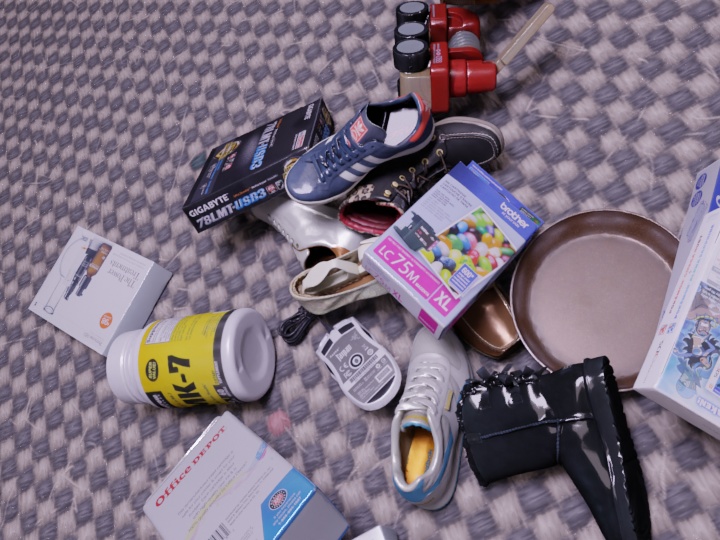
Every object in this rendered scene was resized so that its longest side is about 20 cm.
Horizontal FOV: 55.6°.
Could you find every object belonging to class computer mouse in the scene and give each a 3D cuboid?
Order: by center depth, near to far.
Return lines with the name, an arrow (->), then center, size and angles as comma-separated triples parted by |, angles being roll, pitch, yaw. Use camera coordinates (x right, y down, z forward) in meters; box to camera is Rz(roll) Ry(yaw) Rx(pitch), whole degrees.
computer mouse -> -0.017, 0.100, 0.836 | 0.109, 0.044, 0.200 | -41, 50, -3

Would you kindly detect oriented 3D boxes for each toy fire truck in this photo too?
toy fire truck -> 0.142, -0.294, 0.891 | 0.194, 0.131, 0.178 | -1, 43, 7

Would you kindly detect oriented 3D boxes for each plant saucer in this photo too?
plant saucer -> 0.260, 0.031, 0.730 | 0.195, 0.032, 0.205 | -6, 67, 14

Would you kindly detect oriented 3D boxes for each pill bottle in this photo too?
pill bottle -> -0.219, 0.117, 0.880 | 0.195, 0.114, 0.117 | -9, 62, 22

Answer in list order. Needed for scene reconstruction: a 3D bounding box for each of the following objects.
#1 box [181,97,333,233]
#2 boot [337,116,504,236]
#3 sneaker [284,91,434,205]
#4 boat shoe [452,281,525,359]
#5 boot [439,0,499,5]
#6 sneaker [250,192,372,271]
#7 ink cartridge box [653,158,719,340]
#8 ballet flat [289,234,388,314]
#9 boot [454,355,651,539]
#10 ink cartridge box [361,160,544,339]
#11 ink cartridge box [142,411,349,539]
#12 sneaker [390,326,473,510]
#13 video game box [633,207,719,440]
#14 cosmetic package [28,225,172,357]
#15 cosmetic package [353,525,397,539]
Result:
box -> -0.138, -0.153, 0.960 | 0.195, 0.050, 0.202 | -23, 29, 17
boot -> 0.071, -0.117, 0.852 | 0.196, 0.074, 0.152 | 3, 47, 30
sneaker -> -0.007, -0.149, 0.798 | 0.197, 0.085, 0.076 | -31, 76, 2
boat shoe -> 0.114, 0.014, 0.794 | 0.075, 0.074, 0.201 | -39, 56, 3
boot -> 0.187, -0.398, 0.888 | 0.151, 0.200, 0.076 | -7, 102, 1
sneaker -> -0.085, -0.051, 0.921 | 0.197, 0.073, 0.086 | 19, 72, 30
ink cartridge box -> 0.361, 0.001, 0.672 | 0.092, 0.044, 0.204 | 24, 73, -2
ballet flat -> 0.000, 0.000, 0.799 | 0.197, 0.062, 0.069 | -27, 53, 26
boot -> 0.185, 0.186, 0.676 | 0.160, 0.073, 0.203 | -18, 79, 31
ink cartridge box -> 0.108, -0.036, 0.750 | 0.119, 0.042, 0.200 | 42, 65, 14
ink cartridge box -> -0.129, 0.265, 0.739 | 0.145, 0.085, 0.198 | -48, 38, -17
sneaker -> 0.076, 0.148, 0.743 | 0.075, 0.081, 0.205 | -5, 63, 24
video game box -> 0.367, 0.072, 0.605 | 0.197, 0.047, 0.185 | 30, 76, -1
cosmetic package -> -0.401, 0.032, 1.047 | 0.197, 0.052, 0.153 | 20, 79, 32
cosmetic package -> -0.029, 0.378, 0.692 | 0.197, 0.052, 0.153 | -31, 59, 9
